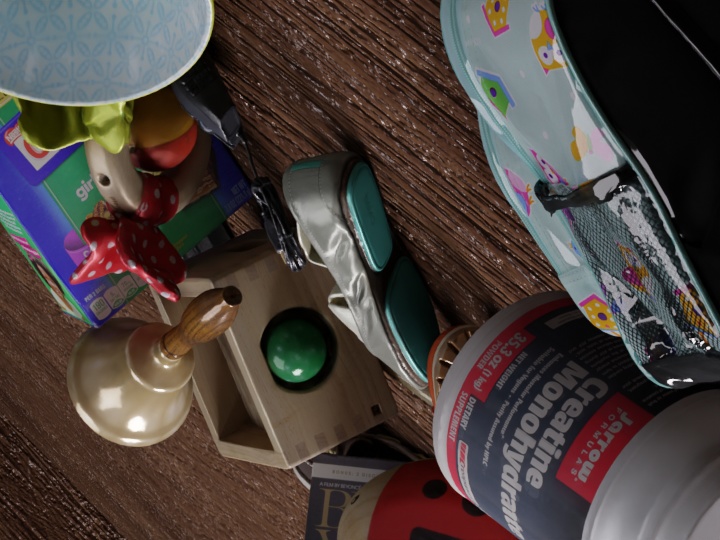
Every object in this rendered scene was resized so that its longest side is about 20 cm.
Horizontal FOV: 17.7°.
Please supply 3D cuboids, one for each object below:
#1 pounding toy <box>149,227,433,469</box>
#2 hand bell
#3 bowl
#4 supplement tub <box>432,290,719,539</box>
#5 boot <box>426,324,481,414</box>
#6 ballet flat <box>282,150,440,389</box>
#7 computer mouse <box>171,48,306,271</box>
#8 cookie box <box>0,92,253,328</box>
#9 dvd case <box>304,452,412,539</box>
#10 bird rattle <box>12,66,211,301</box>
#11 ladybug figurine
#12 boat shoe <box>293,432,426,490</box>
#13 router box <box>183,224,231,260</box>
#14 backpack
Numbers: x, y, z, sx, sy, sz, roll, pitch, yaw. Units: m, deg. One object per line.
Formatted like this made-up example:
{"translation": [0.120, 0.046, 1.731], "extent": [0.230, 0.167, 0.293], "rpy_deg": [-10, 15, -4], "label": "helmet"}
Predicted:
{"translation": [-0.039, 0.062, 1.772], "extent": [0.200, 0.142, 0.184], "rpy_deg": [0, 113, 67], "label": "pounding toy"}
{"translation": [-0.133, 0.053, 1.701], "extent": [0.104, 0.104, 0.200], "rpy_deg": [51, 146, -2], "label": "hand bell"}
{"translation": [-0.193, -0.212, 1.518], "extent": [0.200, 0.200, 0.108], "rpy_deg": [72, -163, -53], "label": "bowl"}
{"translation": [0.149, 0.110, 1.297], "extent": [0.200, 0.140, 0.140], "rpy_deg": [35, 158, 44], "label": "supplement tub"}
{"translation": [0.077, 0.096, 1.602], "extent": [0.107, 0.075, 0.200], "rpy_deg": [41, 164, 45], "label": "boot"}
{"translation": [0.000, 0.000, 1.584], "extent": [0.064, 0.067, 0.200], "rpy_deg": [-2, 130, 27], "label": "ballet flat"}
{"translation": [-0.090, -0.081, 1.616], "extent": [0.059, 0.034, 0.200], "rpy_deg": [76, 168, -64], "label": "computer mouse"}
{"translation": [-0.205, -0.088, 1.766], "extent": [0.200, 0.171, 0.075], "rpy_deg": [57, 160, -24], "label": "cookie box"}
{"translation": [0.025, 0.244, 1.753], "extent": [0.149, 0.200, 0.016], "rpy_deg": [5, 173, 14], "label": "dvd case"}
{"translation": [-0.155, -0.086, 1.672], "extent": [0.113, 0.163, 0.200], "rpy_deg": [-6, 121, 39], "label": "bird rattle"}
{"translation": [0.072, 0.203, 1.693], "extent": [0.200, 0.136, 0.072], "rpy_deg": [5, 171, 20], "label": "ladybug figurine"}
{"translation": [0.005, 0.167, 1.965], "extent": [0.200, 0.072, 0.060], "rpy_deg": [27, 147, 47], "label": "boat shoe"}
{"translation": [-0.173, -0.054, 1.972], "extent": [0.149, 0.051, 0.200], "rpy_deg": [32, 157, 52], "label": "router box"}
{"translation": [0.129, -0.076, 0.866], "extent": [0.200, 0.176, 0.153], "rpy_deg": [59, 159, -15], "label": "backpack"}
